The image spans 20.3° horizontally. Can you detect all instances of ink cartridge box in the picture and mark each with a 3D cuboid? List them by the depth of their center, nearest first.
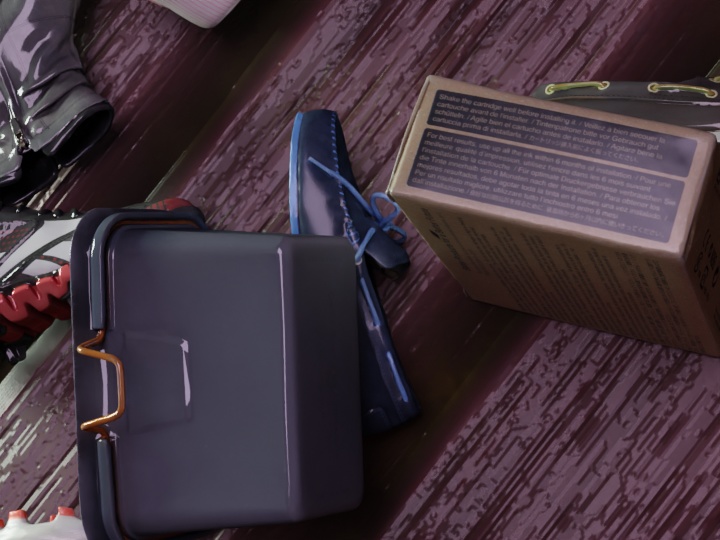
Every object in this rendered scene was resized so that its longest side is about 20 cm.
[{"bbox_3d":[0.123,-0.026,1.114,0.164,0.200,0.076,14,78,20],"label":"ink cartridge box"}]

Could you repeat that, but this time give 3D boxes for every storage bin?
[{"bbox_3d":[-0.079,0.060,1.148,0.134,0.145,0.202,-4,89,29],"label":"storage bin"}]

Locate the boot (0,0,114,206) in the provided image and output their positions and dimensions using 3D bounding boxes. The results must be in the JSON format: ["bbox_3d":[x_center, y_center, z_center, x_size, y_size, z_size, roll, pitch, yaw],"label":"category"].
[{"bbox_3d":[-0.195,-0.143,1.318,0.200,0.070,0.132,-48,60,12],"label":"boot"}]

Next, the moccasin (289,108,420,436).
[{"bbox_3d":[0.000,0.000,1.221,0.068,0.080,0.202,-9,85,10],"label":"moccasin"}]

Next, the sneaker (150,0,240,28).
[{"bbox_3d":[-0.085,-0.241,1.321,0.104,0.075,0.201,34,57,-14],"label":"sneaker"}]

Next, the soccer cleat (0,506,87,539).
[{"bbox_3d":[-0.229,0.196,1.233,0.199,0.069,0.078,-16,75,20],"label":"soccer cleat"}]

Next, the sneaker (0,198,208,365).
[{"bbox_3d":[-0.194,-0.011,1.278,0.199,0.071,0.098,-24,70,11],"label":"sneaker"}]

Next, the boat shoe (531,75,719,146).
[{"bbox_3d":[0.195,-0.086,1.178,0.200,0.072,0.061,-2,69,14],"label":"boat shoe"}]
